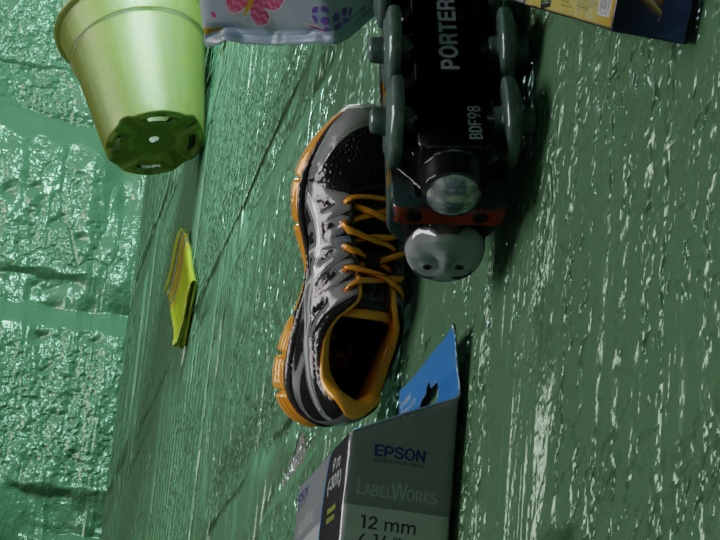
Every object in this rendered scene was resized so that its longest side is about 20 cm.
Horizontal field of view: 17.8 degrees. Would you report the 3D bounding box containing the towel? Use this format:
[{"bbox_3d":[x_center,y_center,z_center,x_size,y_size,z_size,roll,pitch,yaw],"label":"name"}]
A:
[{"bbox_3d":[-0.210,0.019,2.680,0.200,0.018,0.087,-112,32,-71],"label":"towel"}]

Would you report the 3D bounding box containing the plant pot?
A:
[{"bbox_3d":[-0.260,-0.225,2.777,0.201,0.199,0.191,111,151,-50],"label":"plant pot"}]

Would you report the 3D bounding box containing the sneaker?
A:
[{"bbox_3d":[0.000,0.000,1.387,0.077,0.078,0.202,-165,80,-67],"label":"sneaker"}]

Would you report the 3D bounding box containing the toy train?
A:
[{"bbox_3d":[0.043,-0.089,1.194,0.114,0.085,0.201,92,176,-47],"label":"toy train"}]

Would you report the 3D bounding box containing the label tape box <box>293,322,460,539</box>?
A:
[{"bbox_3d":[0.004,0.140,1.237,0.143,0.066,0.201,126,150,-69],"label":"label tape box"}]

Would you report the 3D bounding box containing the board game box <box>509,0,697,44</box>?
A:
[{"bbox_3d":[0.111,-0.174,0.989,0.200,0.034,0.137,-128,47,-77],"label":"board game box"}]

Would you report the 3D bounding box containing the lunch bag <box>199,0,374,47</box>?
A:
[{"bbox_3d":[-0.026,-0.252,1.448,0.200,0.126,0.171,-47,-47,-57],"label":"lunch bag"}]
